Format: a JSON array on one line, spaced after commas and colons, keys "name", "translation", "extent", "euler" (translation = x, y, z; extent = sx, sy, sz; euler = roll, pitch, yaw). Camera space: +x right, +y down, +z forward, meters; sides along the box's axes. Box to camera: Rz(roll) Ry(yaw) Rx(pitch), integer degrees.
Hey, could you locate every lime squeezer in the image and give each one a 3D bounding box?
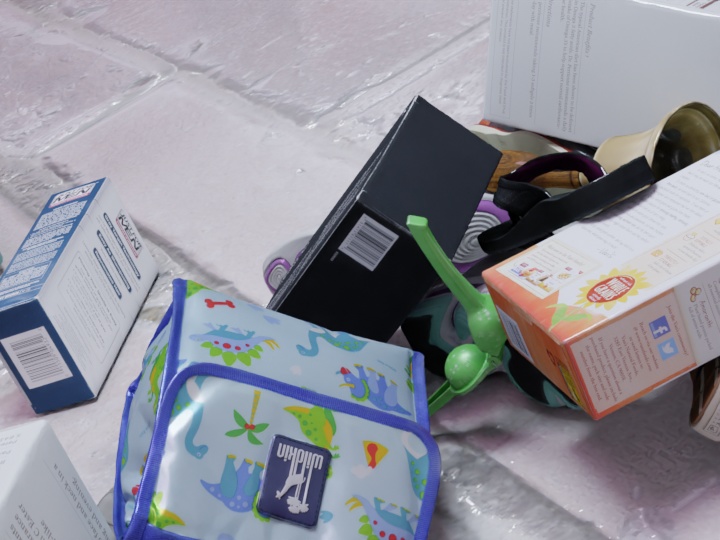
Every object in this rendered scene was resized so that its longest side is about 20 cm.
[{"name": "lime squeezer", "translation": [0.056, 0.049, 1.181], "extent": [0.071, 0.200, 0.038], "euler": [-2, 46, -8]}]

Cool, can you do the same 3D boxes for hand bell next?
[{"name": "hand bell", "translation": [0.151, -0.069, 1.339], "extent": [0.200, 0.104, 0.104], "euler": [6, 39, 43]}]

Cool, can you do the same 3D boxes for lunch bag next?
[{"name": "lunch bag", "translation": [-0.051, 0.113, 1.101], "extent": [0.170, 0.127, 0.200], "euler": [18, 33, -12]}]

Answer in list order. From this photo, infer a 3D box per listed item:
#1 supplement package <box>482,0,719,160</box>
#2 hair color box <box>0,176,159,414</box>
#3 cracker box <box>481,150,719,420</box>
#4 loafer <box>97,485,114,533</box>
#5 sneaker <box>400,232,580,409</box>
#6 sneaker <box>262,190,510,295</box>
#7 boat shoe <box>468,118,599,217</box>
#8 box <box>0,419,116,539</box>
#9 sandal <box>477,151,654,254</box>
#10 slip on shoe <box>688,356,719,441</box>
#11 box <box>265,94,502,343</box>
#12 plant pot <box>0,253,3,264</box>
[{"name": "supplement package", "translation": [0.205, -0.156, 1.384], "extent": [0.200, 0.117, 0.117], "euler": [17, 26, 28]}, {"name": "hair color box", "translation": [-0.235, 0.017, 1.551], "extent": [0.060, 0.100, 0.200], "euler": [-17, 26, 20]}, {"name": "cracker box", "translation": [0.187, -0.002, 1.099], "extent": [0.200, 0.058, 0.134], "euler": [-27, 22, -7]}, {"name": "loafer", "translation": [-0.109, 0.191, 1.151], "extent": [0.070, 0.070, 0.200], "euler": [-52, 34, -11]}, {"name": "sneaker", "translation": [0.130, 0.016, 1.253], "extent": [0.140, 0.078, 0.200], "euler": [-39, 29, -26]}, {"name": "sneaker", "translation": [0.026, -0.016, 1.438], "extent": [0.200, 0.075, 0.100], "euler": [-13, 15, 10]}, {"name": "boat shoe", "translation": [0.148, -0.092, 1.463], "extent": [0.063, 0.071, 0.200], "euler": [-28, 21, -16]}, {"name": "box", "translation": [-0.229, 0.214, 1.045], "extent": [0.200, 0.199, 0.131], "euler": [-15, 26, 20]}, {"name": "sandal", "translation": [0.127, -0.054, 1.223], "extent": [0.075, 0.048, 0.200], "euler": [-27, 0, -21]}, {"name": "slip on shoe", "translation": [0.236, 0.046, 1.130], "extent": [0.061, 0.076, 0.200], "euler": [22, 23, 1]}, {"name": "box", "translation": [0.000, 0.000, 1.286], "extent": [0.200, 0.079, 0.141], "euler": [-53, 8, 38]}, {"name": "plant pot", "translation": [-0.441, -0.039, 1.814], "extent": [0.141, 0.141, 0.200], "euler": [-38, 36, -26]}]
